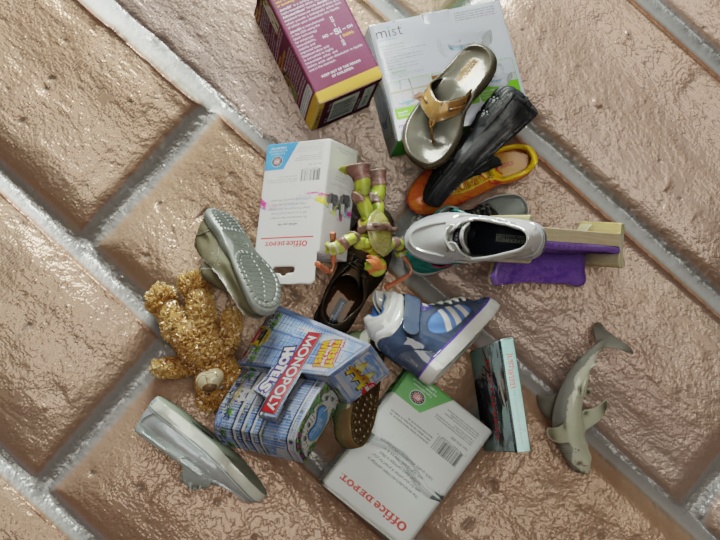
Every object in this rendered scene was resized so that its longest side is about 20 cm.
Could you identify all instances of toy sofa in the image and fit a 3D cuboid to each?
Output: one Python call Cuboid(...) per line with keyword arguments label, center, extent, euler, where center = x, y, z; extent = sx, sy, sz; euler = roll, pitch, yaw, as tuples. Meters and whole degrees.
Cuboid(label="toy sofa", center=(0.271, -0.024, 1.547), extent=(0.200, 0.083, 0.098), euler=(3, 91, -37))

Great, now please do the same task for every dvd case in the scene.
Cuboid(label="dvd case", center=(0.184, 0.170, 1.493), extent=(0.022, 0.200, 0.146), euler=(-7, 83, -8))

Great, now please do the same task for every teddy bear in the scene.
Cuboid(label="teddy bear", center=(-0.223, 0.095, 1.527), extent=(0.145, 0.067, 0.200), euler=(-7, 82, -5))

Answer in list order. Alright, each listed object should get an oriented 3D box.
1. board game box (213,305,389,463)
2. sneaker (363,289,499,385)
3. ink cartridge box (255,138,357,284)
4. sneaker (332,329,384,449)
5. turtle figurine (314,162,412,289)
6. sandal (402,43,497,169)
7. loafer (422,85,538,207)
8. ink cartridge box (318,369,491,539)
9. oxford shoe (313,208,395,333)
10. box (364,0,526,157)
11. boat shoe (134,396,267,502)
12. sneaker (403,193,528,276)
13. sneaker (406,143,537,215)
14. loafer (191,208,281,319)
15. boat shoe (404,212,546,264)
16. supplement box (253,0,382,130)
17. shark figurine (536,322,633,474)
Cuboid(label="board game box", center=(-0.074, 0.144, 1.446), extent=(0.062, 0.200, 0.200), euler=(56, 52, -36))
Cuboid(label="sneaker", center=(0.091, 0.058, 1.538), extent=(0.146, 0.081, 0.200), euler=(40, 45, 10))
Cuboid(label="ink cartridge box", center=(-0.077, -0.073, 1.541), extent=(0.115, 0.068, 0.200), euler=(-1, 78, 37))
Cuboid(label="sneaker", center=(-0.027, 0.161, 1.500), extent=(0.090, 0.067, 0.200), euler=(-12, 40, 23))
Cuboid(label="turtle figurine", center=(0.009, -0.060, 1.491), extent=(0.200, 0.064, 0.162), euler=(3, 77, -47))
Cuboid(label="sandal", center=(0.120, -0.231, 1.515), extent=(0.082, 0.055, 0.200), euler=(31, 79, 19))
Cuboid(label="loafer", center=(0.164, -0.161, 1.539), extent=(0.070, 0.068, 0.201), euler=(37, 100, -16))
Cuboid(label="ink cartridge box", center=(0.058, 0.255, 1.525), extent=(0.147, 0.083, 0.200), euler=(40, 78, 0))
Cuboid(label="oxford shoe", center=(0.000, 0.000, 1.558), extent=(0.073, 0.084, 0.200), euler=(22, 78, -1))
Cuboid(label="box", center=(0.120, -0.276, 1.606), extent=(0.200, 0.097, 0.177), euler=(-14, 83, -8))
Cuboid(label="boat shoe", center=(-0.218, 0.256, 1.508), extent=(0.201, 0.070, 0.072), euler=(39, 91, 4))
Cuboid(label="sneaker", center=(0.157, -0.061, 1.565), extent=(0.200, 0.121, 0.084), euler=(-29, 85, -10))
Cuboid(label="sneaker", center=(0.157, -0.138, 1.600), extent=(0.200, 0.077, 0.073), euler=(-25, 87, -8))
Cuboid(label="loafer", center=(-0.171, 0.001, 1.513), extent=(0.070, 0.075, 0.200), euler=(-52, 46, 22))
Cuboid(label="boat shoe", center=(0.140, -0.045, 1.463), extent=(0.200, 0.065, 0.074), euler=(-4, 86, 29))
Cuboid(label="supplement box", center=(-0.063, -0.319, 1.576), extent=(0.103, 0.131, 0.200), euler=(-25, 86, -11))
Cuboid(label="shark figurine", center=(0.292, 0.170, 1.572), extent=(0.128, 0.089, 0.215), euler=(17, 87, -38))
